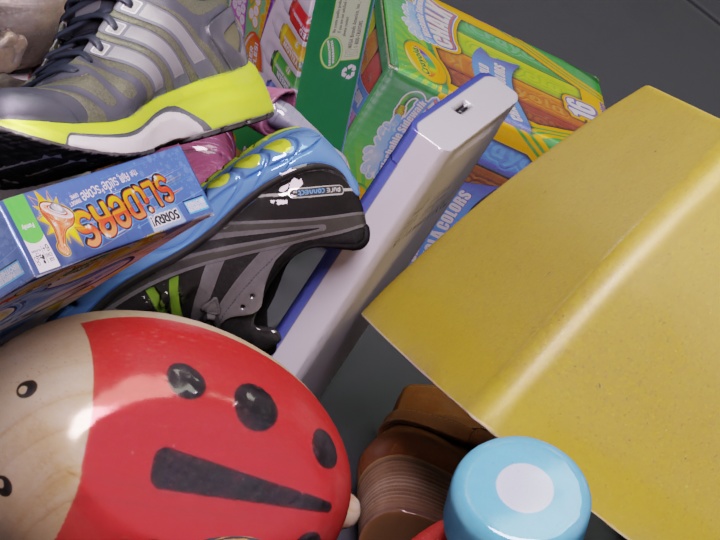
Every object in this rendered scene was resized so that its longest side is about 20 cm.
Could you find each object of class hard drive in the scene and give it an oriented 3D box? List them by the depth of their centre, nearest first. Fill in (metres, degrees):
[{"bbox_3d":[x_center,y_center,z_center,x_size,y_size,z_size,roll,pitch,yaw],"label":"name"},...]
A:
[{"bbox_3d":[0.000,0.000,1.414,0.025,0.201,0.132,36,23,6],"label":"hard drive"}]

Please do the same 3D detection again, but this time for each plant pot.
[{"bbox_3d":[0.149,0.030,1.350,0.200,0.177,0.200,38,0,-20],"label":"plant pot"}]

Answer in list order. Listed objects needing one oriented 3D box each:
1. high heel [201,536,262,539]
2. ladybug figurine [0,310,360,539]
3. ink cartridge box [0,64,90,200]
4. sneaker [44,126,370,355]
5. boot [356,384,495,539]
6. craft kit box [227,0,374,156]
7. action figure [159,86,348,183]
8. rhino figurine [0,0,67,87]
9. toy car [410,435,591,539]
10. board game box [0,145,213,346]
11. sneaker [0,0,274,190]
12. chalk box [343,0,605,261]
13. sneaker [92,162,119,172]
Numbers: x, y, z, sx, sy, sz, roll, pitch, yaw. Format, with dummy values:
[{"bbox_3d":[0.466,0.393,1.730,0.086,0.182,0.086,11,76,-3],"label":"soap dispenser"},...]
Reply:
[{"bbox_3d":[-0.102,0.125,1.142,0.199,0.072,0.143,9,-24,23],"label":"high heel"},{"bbox_3d":[-0.083,0.088,1.266,0.199,0.137,0.072,11,-5,-28],"label":"ladybug figurine"},{"bbox_3d":[-0.230,-0.065,1.345,0.199,0.084,0.146,11,29,0],"label":"ink cartridge box"},{"bbox_3d":[-0.080,0.018,1.325,0.083,0.199,0.071,52,7,-6],"label":"sneaker"},{"bbox_3d":[0.088,0.138,1.453,0.199,0.077,0.155,24,24,-3],"label":"boot"},{"bbox_3d":[-0.065,-0.156,1.578,0.048,0.201,0.198,-7,36,-29],"label":"craft kit box"},{"bbox_3d":[-0.096,-0.048,1.466,0.149,0.134,0.201,31,39,-34],"label":"action figure"},{"bbox_3d":[-0.134,-0.126,1.339,0.087,0.060,0.200,32,33,27],"label":"rhino figurine"},{"bbox_3d":[0.030,0.207,1.210,0.199,0.185,0.177,-27,60,-28],"label":"toy car"},{"bbox_3d":[-0.173,0.017,1.215,0.135,0.199,0.035,-23,83,-58],"label":"board game box"},{"bbox_3d":[-0.114,-0.086,1.242,0.200,0.074,0.081,-22,97,-60],"label":"sneaker"},{"bbox_3d":[0.032,-0.079,1.671,0.199,0.124,0.125,24,28,-18],"label":"chalk box"},{"bbox_3d":[-0.164,-0.070,1.525,0.087,0.076,0.200,23,22,19],"label":"sneaker"}]
